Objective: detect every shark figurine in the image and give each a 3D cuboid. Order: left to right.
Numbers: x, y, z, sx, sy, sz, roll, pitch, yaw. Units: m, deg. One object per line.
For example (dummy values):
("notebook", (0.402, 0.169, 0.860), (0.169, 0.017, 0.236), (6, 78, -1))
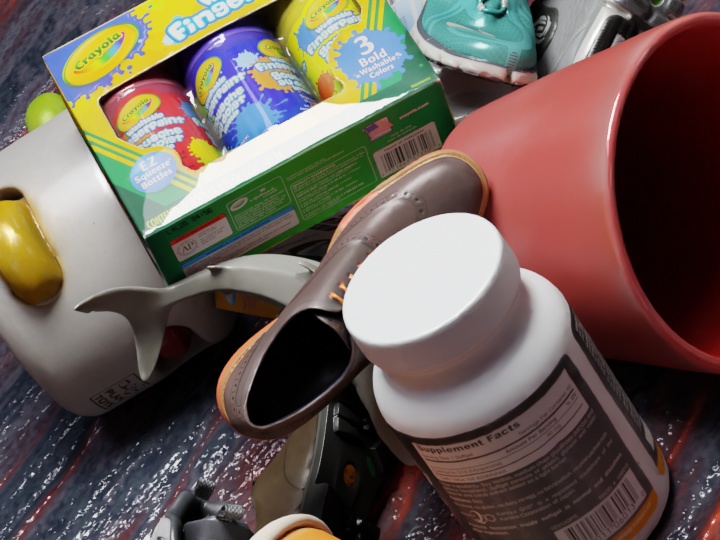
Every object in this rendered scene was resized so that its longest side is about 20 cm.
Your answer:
("shark figurine", (-0.044, 0.016, 1.632), (0.214, 0.090, 0.128), (18, 74, 19))

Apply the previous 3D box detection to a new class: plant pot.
("plant pot", (0.147, -0.037, 1.622), (0.177, 0.200, 0.200), (-7, 43, 50))

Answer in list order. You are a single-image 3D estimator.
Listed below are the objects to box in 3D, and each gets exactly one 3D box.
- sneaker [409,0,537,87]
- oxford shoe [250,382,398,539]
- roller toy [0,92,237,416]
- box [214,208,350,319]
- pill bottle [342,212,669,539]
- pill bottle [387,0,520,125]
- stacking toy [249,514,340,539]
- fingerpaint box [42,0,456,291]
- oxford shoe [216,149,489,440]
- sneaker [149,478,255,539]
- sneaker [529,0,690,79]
("sneaker", (0.074, -0.174, 1.744), (0.200, 0.077, 0.080), (-97, 23, -58))
("oxford shoe", (-0.028, 0.115, 1.681), (0.084, 0.073, 0.200), (-19, 35, 33))
("roller toy", (-0.180, -0.003, 1.847), (0.140, 0.182, 0.200), (-32, 25, 5))
("box", (0.000, 0.000, 1.774), (0.119, 0.041, 0.200), (-21, 19, -40))
("pill bottle", (0.077, 0.070, 1.528), (0.116, 0.200, 0.116), (-22, 36, 17))
("pill bottle", (0.062, -0.112, 1.825), (0.109, 0.109, 0.200), (-28, 30, 11))
("stacking toy", (0.026, 0.217, 1.493), (0.200, 0.146, 0.146), (11, 54, 25))
("fingerpaint box", (-0.067, -0.104, 1.719), (0.200, 0.073, 0.167), (-28, 54, -4))
("oxford shoe", (0.003, 0.017, 1.554), (0.200, 0.071, 0.073), (-51, 6, -3))
("sneaker", (-0.090, 0.193, 1.580), (0.140, 0.078, 0.200), (-64, 25, 27))
("sneaker", (0.160, -0.186, 1.758), (0.200, 0.075, 0.115), (-58, 28, -14))
